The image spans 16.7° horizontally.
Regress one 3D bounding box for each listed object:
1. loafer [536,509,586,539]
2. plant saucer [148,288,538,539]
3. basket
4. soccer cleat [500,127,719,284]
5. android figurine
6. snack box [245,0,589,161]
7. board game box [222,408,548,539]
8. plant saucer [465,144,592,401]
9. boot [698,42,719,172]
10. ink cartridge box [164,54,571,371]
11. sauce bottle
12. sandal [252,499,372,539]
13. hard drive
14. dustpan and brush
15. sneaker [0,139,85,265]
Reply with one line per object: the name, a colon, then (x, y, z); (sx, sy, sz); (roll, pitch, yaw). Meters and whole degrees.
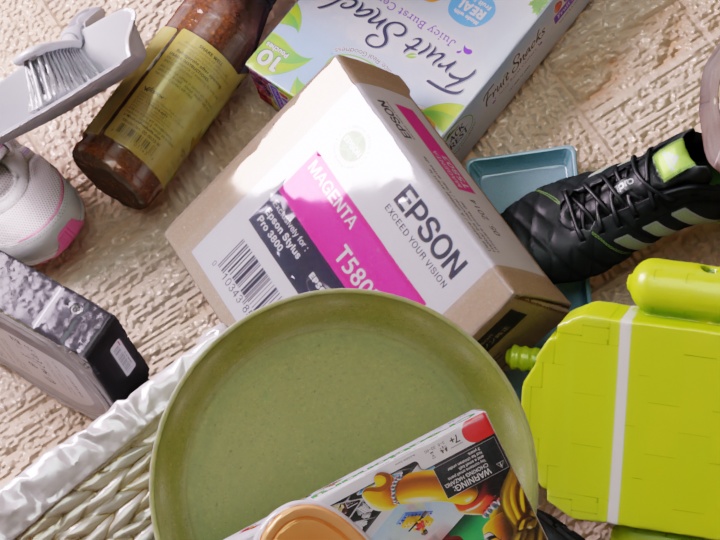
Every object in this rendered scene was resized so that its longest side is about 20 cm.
loafer: (0.140, 0.202, 1.268); (0.200, 0.068, 0.071); (36, 93, 23)
plant saucer: (-0.009, 0.110, 1.253); (0.199, 0.031, 0.201); (0, 87, -8)
basket: (-0.111, 0.153, 1.347); (0.200, 0.198, 0.161); (-36, 89, -9)
soccer cleat: (0.167, -0.046, 1.458); (0.199, 0.081, 0.068); (-17, 64, -6)
android figurine: (0.174, 0.084, 1.375); (0.199, 0.041, 0.183); (6, 107, 19)
snack box: (0.045, -0.160, 1.565); (0.142, 0.053, 0.200); (33, 76, 24)
board game box: (0.000, 0.170, 1.217); (0.199, 0.035, 0.127); (-27, 93, -7)
plant saucer: (0.106, 0.019, 1.488); (0.070, 0.019, 0.201); (-8, 63, 8)
boot: (0.245, -0.019, 1.374); (0.064, 0.200, 0.187); (-13, 53, 34)
ink cartridge box: (0.000, 0.000, 1.454); (0.165, 0.075, 0.200); (-46, 61, 18)
sauce bottle: (-0.105, -0.133, 1.576); (0.066, 0.066, 0.200); (30, 74, 23)
sandal: (0.023, 0.199, 1.172); (0.079, 0.059, 0.207); (-44, 96, -5)
hard drive: (-0.216, 0.025, 1.481); (0.199, 0.140, 0.038); (29, 73, 21)
dustpan and brush: (-0.184, -0.134, 1.548); (0.139, 0.200, 0.057); (-29, 93, 15)
sneaker: (-0.265, -0.071, 1.565); (0.199, 0.088, 0.082); (28, 73, 22)
